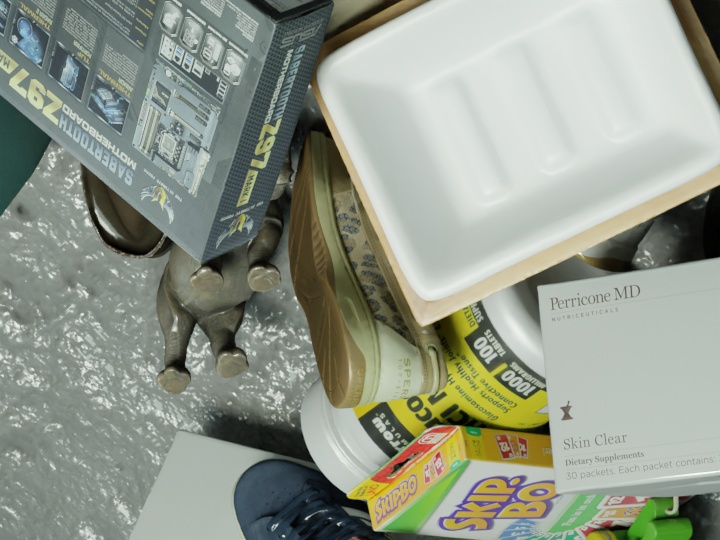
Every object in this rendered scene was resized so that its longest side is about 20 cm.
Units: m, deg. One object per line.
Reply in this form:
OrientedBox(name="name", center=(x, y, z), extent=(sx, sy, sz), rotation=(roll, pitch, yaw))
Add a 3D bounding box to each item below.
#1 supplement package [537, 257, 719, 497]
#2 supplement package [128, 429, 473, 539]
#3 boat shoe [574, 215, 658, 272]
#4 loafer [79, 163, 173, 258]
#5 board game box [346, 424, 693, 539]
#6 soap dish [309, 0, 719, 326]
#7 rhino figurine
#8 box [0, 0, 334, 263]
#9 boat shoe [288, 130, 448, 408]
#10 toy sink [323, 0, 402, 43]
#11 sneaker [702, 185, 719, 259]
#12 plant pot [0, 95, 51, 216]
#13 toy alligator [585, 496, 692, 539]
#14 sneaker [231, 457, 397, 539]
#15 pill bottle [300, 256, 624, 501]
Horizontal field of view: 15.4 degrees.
OrientedBox(name="supplement package", center=(0.216, 0.053, 1.382), extent=(0.199, 0.156, 0.112), rotation=(-10, 80, 29))
OrientedBox(name="supplement package", center=(-0.036, 0.196, 1.657), extent=(0.199, 0.117, 0.118), rotation=(13, 151, 20))
OrientedBox(name="boat shoe", center=(0.082, -0.083, 1.458), extent=(0.200, 0.071, 0.069), rotation=(37, 106, 10))
OrientedBox(name="loafer", center=(-0.142, -0.085, 1.564), extent=(0.073, 0.071, 0.201), rotation=(14, 127, 19))
OrientedBox(name="board game box", center=(0.097, 0.126, 1.533), extent=(0.199, 0.030, 0.096), rotation=(11, 145, -32))
OrientedBox(name="soap dish", center=(0.089, -0.084, 1.377), extent=(0.199, 0.081, 0.158), rotation=(-26, 86, 16))
OrientedBox(name="rhino figurine", center=(-0.075, -0.022, 1.569), extent=(0.059, 0.088, 0.201), rotation=(11, 132, -15))
OrientedBox(name="box", center=(-0.117, -0.125, 1.372), extent=(0.200, 0.051, 0.158), rotation=(39, 131, 23))
OrientedBox(name="boat shoe", center=(0.000, 0.000, 1.493), extent=(0.062, 0.201, 0.074), rotation=(0, 136, -13))
OrientedBox(name="toy sink", center=(-0.042, -0.184, 1.390), extent=(0.200, 0.112, 0.131), rotation=(-37, 82, 41))
OrientedBox(name="sneaker", center=(0.223, -0.043, 1.379), extent=(0.060, 0.104, 0.200), rotation=(33, 131, 2))
OrientedBox(name="plant pot", center=(-0.257, -0.112, 1.521), extent=(0.141, 0.200, 0.142), rotation=(-1, 123, 28))
OrientedBox(name="toy alligator", center=(0.169, 0.174, 1.565), extent=(0.059, 0.055, 0.200), rotation=(-3, 152, -22))
OrientedBox(name="sneaker", center=(-0.007, 0.168, 1.543), extent=(0.200, 0.075, 0.085), rotation=(40, 167, 29))
OrientedBox(name="pill bottle", center=(0.056, 0.054, 1.530), extent=(0.112, 0.113, 0.200), rotation=(45, 131, -7))
